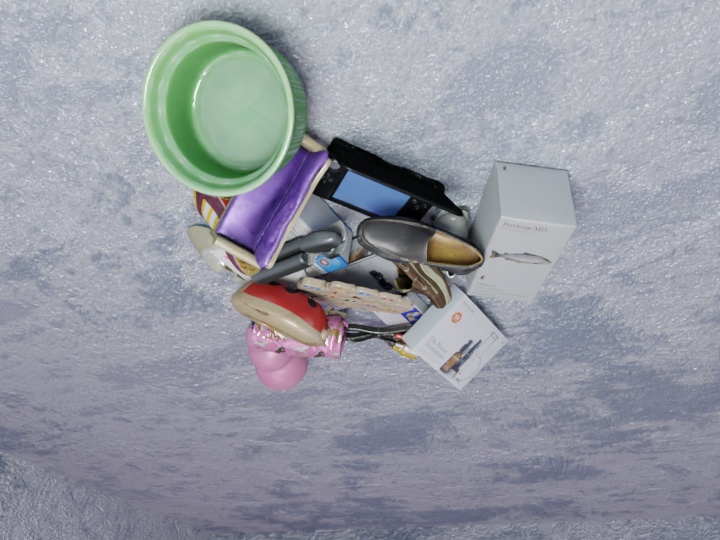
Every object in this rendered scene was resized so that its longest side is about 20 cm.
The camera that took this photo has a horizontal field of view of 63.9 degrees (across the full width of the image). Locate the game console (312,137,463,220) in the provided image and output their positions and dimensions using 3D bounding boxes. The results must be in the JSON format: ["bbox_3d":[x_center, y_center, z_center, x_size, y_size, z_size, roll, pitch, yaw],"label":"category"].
[{"bbox_3d":[0.030,-0.108,0.880,0.198,0.118,0.176,20,141,-17],"label":"game console"}]

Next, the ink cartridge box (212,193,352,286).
[{"bbox_3d":[-0.135,-0.049,1.011,0.198,0.085,0.146,-19,137,29],"label":"ink cartridge box"}]

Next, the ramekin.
[{"bbox_3d":[-0.163,-0.201,0.730,0.197,0.098,0.203,3,105,12],"label":"ramekin"}]

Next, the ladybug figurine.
[{"bbox_3d":[-0.133,0.069,1.000,0.198,0.073,0.136,21,166,23],"label":"ladybug figurine"}]

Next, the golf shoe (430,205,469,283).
[{"bbox_3d":[0.145,-0.019,1.001,0.077,0.098,0.201,0,145,5],"label":"golf shoe"}]

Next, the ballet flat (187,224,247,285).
[{"bbox_3d":[-0.241,-0.015,1.089,0.199,0.070,0.069,31,137,-29],"label":"ballet flat"}]

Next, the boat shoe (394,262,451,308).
[{"bbox_3d":[0.088,0.007,0.979,0.075,0.075,0.203,-41,129,-6],"label":"boat shoe"}]

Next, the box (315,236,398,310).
[{"bbox_3d":[0.000,0.000,1.072,0.198,0.061,0.116,-20,136,34],"label":"box"}]

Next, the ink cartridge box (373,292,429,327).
[{"bbox_3d":[0.109,0.106,1.225,0.094,0.037,0.200,-17,135,30],"label":"ink cartridge box"}]

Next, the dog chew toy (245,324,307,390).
[{"bbox_3d":[-0.196,0.182,1.304,0.123,0.126,0.201,-5,136,15],"label":"dog chew toy"}]

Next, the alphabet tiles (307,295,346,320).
[{"bbox_3d":[-0.132,0.087,1.217,0.197,0.015,0.196,15,156,-12],"label":"alphabet tiles"}]

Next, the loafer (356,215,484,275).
[{"bbox_3d":[0.092,-0.042,0.864,0.197,0.074,0.072,10,178,-7],"label":"loafer"}]

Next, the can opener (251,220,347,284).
[{"bbox_3d":[-0.103,-0.031,0.914,0.198,0.053,0.066,-21,151,33],"label":"can opener"}]

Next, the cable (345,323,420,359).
[{"bbox_3d":[0.053,0.143,1.213,0.197,0.051,0.098,8,142,-4],"label":"cable"}]

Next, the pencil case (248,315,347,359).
[{"bbox_3d":[-0.125,0.128,1.182,0.197,0.084,0.087,7,137,4],"label":"pencil case"}]

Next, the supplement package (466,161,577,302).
[{"bbox_3d":[0.245,-0.056,0.917,0.115,0.119,0.201,7,143,-1],"label":"supplement package"}]

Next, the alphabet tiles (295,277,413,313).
[{"bbox_3d":[-0.012,0.045,1.008,0.197,0.015,0.195,14,167,-12],"label":"alphabet tiles"}]

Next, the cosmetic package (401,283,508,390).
[{"bbox_3d":[0.197,0.141,1.182,0.151,0.052,0.200,-48,129,2],"label":"cosmetic package"}]

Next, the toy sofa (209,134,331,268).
[{"bbox_3d":[-0.131,-0.109,0.830,0.082,0.202,0.097,29,-178,-28],"label":"toy sofa"}]

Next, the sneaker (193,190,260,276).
[{"bbox_3d":[-0.213,-0.087,0.923,0.090,0.074,0.203,-9,101,52],"label":"sneaker"}]
